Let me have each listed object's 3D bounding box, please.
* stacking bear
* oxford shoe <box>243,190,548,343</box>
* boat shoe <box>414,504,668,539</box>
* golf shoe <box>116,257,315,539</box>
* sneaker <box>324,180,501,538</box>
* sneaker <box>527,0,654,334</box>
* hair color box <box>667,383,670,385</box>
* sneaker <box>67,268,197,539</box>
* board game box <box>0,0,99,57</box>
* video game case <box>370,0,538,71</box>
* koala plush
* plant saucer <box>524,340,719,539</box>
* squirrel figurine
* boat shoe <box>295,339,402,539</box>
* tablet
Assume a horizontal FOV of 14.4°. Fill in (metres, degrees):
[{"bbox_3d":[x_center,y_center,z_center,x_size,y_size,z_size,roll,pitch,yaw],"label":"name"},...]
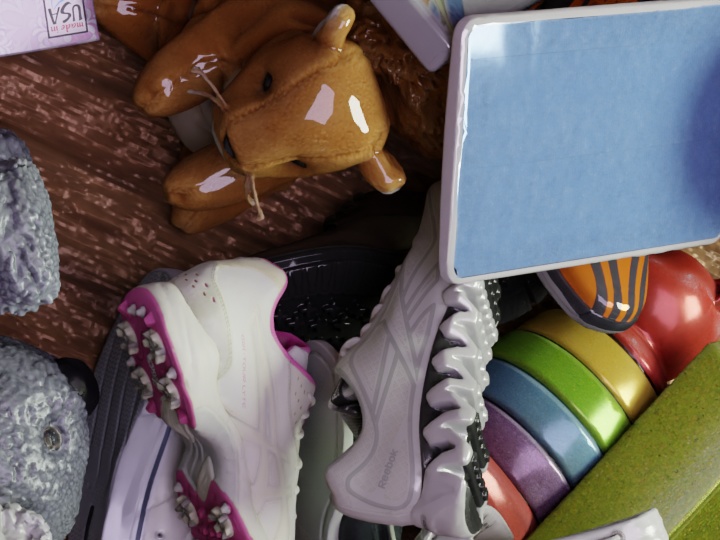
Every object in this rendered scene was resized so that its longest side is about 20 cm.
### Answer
[{"bbox_3d":[0.116,0.063,1.535,0.200,0.121,0.114,-43,109,-18],"label":"stacking bear"},{"bbox_3d":[0.000,0.000,1.500,0.199,0.084,0.073,-9,126,-31],"label":"oxford shoe"},{"bbox_3d":[0.057,0.144,1.414,0.201,0.075,0.087,-8,91,20],"label":"boat shoe"},{"bbox_3d":[-0.052,0.085,1.423,0.091,0.075,0.201,-28,119,-24],"label":"golf shoe"},{"bbox_3d":[0.026,0.037,1.403,0.080,0.075,0.201,-1,54,12],"label":"sneaker"},{"bbox_3d":[0.135,-0.074,1.482,0.077,0.112,0.201,10,61,-37],"label":"sneaker"},{"bbox_3d":[0.183,0.173,1.592,0.098,0.061,0.201,18,89,-22],"label":"hair color box"},{"bbox_3d":[-0.104,0.098,1.481,0.070,0.073,0.201,9,101,-30],"label":"sneaker"},{"bbox_3d":[-0.242,-0.196,1.409,0.199,0.043,0.200,-12,100,-19],"label":"board game box"},{"bbox_3d":[0.011,-0.202,1.421,0.022,0.182,0.200,-40,89,30],"label":"video game case"},{"bbox_3d":[-0.203,0.061,1.391,0.183,0.177,0.201,-27,104,-4],"label":"koala plush"},{"bbox_3d":[0.184,0.175,1.513,0.200,0.048,0.200,-45,122,-15],"label":"plant saucer"},{"bbox_3d":[-0.016,-0.099,1.425,0.199,0.187,0.142,-18,101,-18],"label":"squirrel figurine"},{"bbox_3d":[-0.006,0.117,1.491,0.060,0.076,0.201,-13,131,-23],"label":"boat shoe"},{"bbox_3d":[0.116,-0.067,1.408,0.199,0.014,0.131,-8,108,-40],"label":"tablet"}]
